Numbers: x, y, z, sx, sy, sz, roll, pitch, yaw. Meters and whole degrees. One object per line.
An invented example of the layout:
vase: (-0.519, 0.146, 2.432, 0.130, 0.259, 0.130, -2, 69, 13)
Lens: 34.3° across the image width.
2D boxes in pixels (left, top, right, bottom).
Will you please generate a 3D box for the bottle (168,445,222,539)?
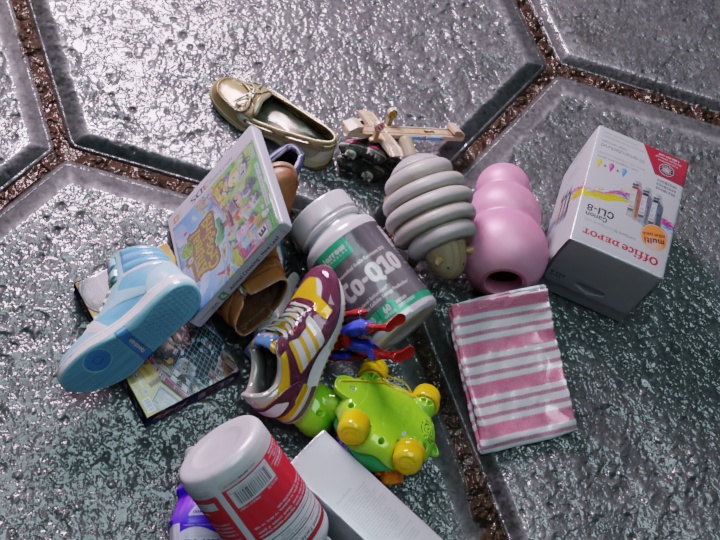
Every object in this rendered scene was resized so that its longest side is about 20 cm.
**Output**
bottle: (-0.181, 0.307, 1.358, 0.082, 0.065, 0.203, 6, 62, -18)

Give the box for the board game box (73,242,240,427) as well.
board game box: (-0.257, 0.078, 1.471, 0.134, 0.035, 0.202, -25, 72, -23)

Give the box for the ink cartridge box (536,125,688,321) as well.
ink cartridge box: (0.350, -0.063, 1.631, 0.143, 0.145, 0.202, 22, 62, -3)

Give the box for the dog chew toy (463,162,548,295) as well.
dog chew toy: (0.198, -0.064, 1.612, 0.122, 0.125, 0.202, 12, 54, -8)

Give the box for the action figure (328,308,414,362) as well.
action figure: (-0.006, 0.083, 1.451, 0.051, 0.199, 0.066, -28, 104, -34)

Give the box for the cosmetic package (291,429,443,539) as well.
cosmetic package: (-0.003, 0.293, 1.392, 0.200, 0.102, 0.074, 43, 61, 7)

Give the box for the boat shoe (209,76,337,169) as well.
boat shoe: (-0.121, -0.218, 1.635, 0.199, 0.063, 0.073, 35, 61, 5)

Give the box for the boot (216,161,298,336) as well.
boot: (-0.118, -0.025, 1.449, 0.073, 0.202, 0.155, 23, 14, -29)

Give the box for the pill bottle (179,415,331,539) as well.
pill bottle: (-0.107, 0.273, 1.313, 0.112, 0.112, 0.201, -43, 111, -28)

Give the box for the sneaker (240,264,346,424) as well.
sneaker: (-0.082, 0.079, 1.409, 0.090, 0.074, 0.203, 32, 66, -44)

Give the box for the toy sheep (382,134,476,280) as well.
toy sheep: (0.088, -0.083, 1.539, 0.136, 0.138, 0.202, -20, 79, -22)

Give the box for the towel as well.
towel: (0.201, 0.129, 1.532, 0.144, 0.030, 0.203, -11, 86, -17)

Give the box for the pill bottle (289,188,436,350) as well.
pill bottle: (0.000, 0.000, 1.530, 0.112, 0.113, 0.201, -32, 75, -25)

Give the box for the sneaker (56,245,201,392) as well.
sneaker: (-0.297, 0.051, 1.420, 0.199, 0.080, 0.131, -36, 49, -6)

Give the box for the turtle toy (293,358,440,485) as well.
turtle toy: (0.005, 0.189, 1.442, 0.198, 0.102, 0.146, 26, 35, 0)

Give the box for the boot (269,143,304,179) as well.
boot: (-0.150, -0.086, 1.546, 0.072, 0.091, 0.201, 35, 62, 5)

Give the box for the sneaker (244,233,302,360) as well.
sneaker: (-0.117, 0.027, 1.516, 0.071, 0.072, 0.203, -10, 54, 17)

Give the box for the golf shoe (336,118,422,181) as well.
golf shoe: (0.066, -0.155, 1.647, 0.198, 0.078, 0.089, 24, 52, -3)

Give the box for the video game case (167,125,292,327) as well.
video game case: (-0.168, -0.058, 1.455, 0.022, 0.182, 0.201, 28, 27, -37)

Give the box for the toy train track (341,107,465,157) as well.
toy train track: (0.066, -0.203, 1.637, 0.197, 0.033, 0.115, -1, 40, -33)
